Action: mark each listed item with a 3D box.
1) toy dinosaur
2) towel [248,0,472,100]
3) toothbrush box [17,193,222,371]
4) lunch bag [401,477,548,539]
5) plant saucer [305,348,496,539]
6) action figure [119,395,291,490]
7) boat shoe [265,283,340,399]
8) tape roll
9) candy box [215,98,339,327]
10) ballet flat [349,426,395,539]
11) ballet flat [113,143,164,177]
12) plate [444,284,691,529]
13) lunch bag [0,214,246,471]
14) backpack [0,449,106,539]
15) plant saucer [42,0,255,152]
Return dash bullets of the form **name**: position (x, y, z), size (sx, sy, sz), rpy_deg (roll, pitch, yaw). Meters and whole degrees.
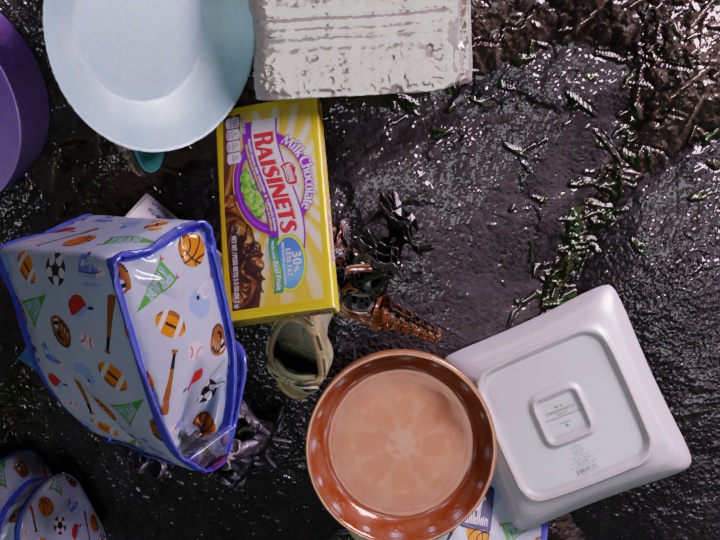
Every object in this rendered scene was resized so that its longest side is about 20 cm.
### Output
- **toy dinosaur**: position (0.000, 0.000, 0.774), size (0.197, 0.104, 0.136), rpy_deg (22, 133, -27)
- **towel**: position (0.000, -0.219, 0.676), size (0.195, 0.035, 0.135), rpy_deg (-1, 107, 5)
- **toothbrush box**: position (-0.227, 0.049, 0.801), size (0.146, 0.086, 0.200), rpy_deg (40, 111, -14)
- **lunch bag**: position (0.117, 0.306, 0.886), size (0.166, 0.124, 0.204), rpy_deg (10, 101, -1)
- **plant saucer**: position (0.041, 0.181, 0.809), size (0.196, 0.032, 0.205), rpy_deg (0, 97, 1)
- **action figure**: position (-0.157, 0.173, 0.840), size (0.119, 0.199, 0.102), rpy_deg (-50, 62, 9)
- **boat shoe**: position (-0.063, 0.080, 0.782), size (0.072, 0.064, 0.202), rpy_deg (22, 142, 2)
- **tape roll**: position (-0.397, -0.157, 0.724), size (0.195, 0.066, 0.204), rpy_deg (1, 116, 3)
- **candy box**: position (-0.077, -0.056, 0.704), size (0.100, 0.026, 0.204), rpy_deg (-7, 75, 5)
- **ballet flat**: position (0.012, 0.234, 0.889), size (0.065, 0.057, 0.204), rpy_deg (9, 116, 0)
- **ballet flat**: position (-0.216, -0.190, 0.701), size (0.074, 0.068, 0.204), rpy_deg (10, 111, 18)
- **plate**: position (0.208, 0.146, 0.802), size (0.197, 0.032, 0.203), rpy_deg (-25, 86, 15)
- **lunch bag**: position (-0.191, 0.062, 0.659), size (0.168, 0.123, 0.204), rpy_deg (4, 112, 39)
- **backpack**: position (-0.398, 0.310, 0.891), size (0.152, 0.200, 0.193), rpy_deg (-25, 106, 10)
- **plant saucer**: position (-0.175, -0.203, 0.648), size (0.038, 0.199, 0.205), rpy_deg (20, 125, 39)
